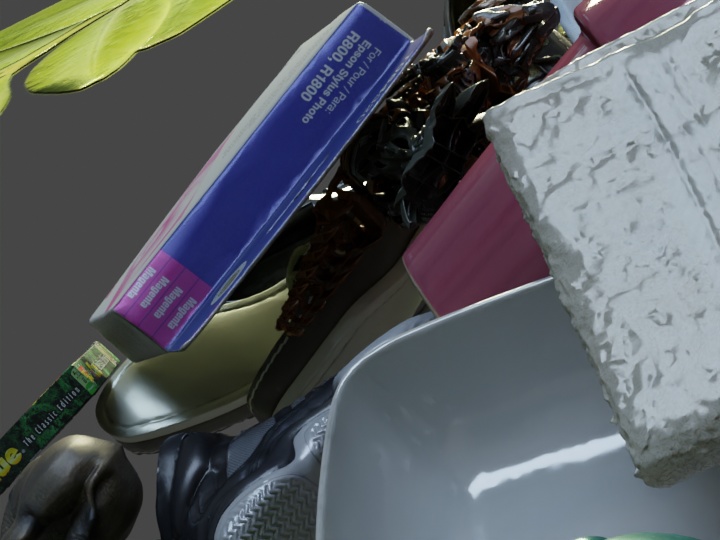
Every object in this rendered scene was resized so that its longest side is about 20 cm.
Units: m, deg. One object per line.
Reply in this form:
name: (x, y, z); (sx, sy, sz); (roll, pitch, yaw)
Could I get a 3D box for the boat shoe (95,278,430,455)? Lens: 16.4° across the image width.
boat shoe: (-0.046, 0.046, 1.349); (0.201, 0.060, 0.072); (-30, 50, -12)

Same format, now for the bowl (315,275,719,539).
bowl: (0.087, 0.089, 0.955); (0.200, 0.075, 0.200); (-21, 36, 17)

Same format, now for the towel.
towel: (0.132, -0.018, 0.937); (0.132, 0.034, 0.200); (-27, 48, 8)

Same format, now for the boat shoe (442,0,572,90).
boat shoe: (0.085, -0.101, 1.363); (0.073, 0.065, 0.200); (-31, 30, -6)

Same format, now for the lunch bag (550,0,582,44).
lunch bag: (0.189, -0.155, 1.273); (0.169, 0.127, 0.200); (-31, 21, 15)

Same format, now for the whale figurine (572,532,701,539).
whale figurine: (0.053, 0.145, 0.796); (0.200, 0.104, 0.159); (-9, 48, 34)

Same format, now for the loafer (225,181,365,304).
loafer: (-0.003, -0.018, 1.412); (0.200, 0.070, 0.068); (-31, 57, 10)

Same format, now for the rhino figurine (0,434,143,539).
rhino figurine: (-0.148, 0.124, 1.233); (0.088, 0.060, 0.200); (-58, 5, -12)

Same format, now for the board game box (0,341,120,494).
board game box: (-0.175, 0.087, 1.339); (0.105, 0.023, 0.200); (-49, 3, -1)

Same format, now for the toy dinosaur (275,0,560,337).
toy dinosaur: (0.035, -0.048, 1.218); (0.136, 0.102, 0.200); (28, 97, 59)

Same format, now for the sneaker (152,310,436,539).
sneaker: (-0.026, 0.082, 1.185); (0.114, 0.076, 0.200); (-2, 31, 46)

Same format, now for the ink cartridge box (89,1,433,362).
ink cartridge box: (-0.056, -0.043, 1.250); (0.196, 0.043, 0.200); (-52, 6, -10)

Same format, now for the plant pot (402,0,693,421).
plant pot: (0.125, -0.014, 1.098); (0.179, 0.200, 0.200); (-39, 16, 7)

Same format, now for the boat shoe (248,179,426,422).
boat shoe: (0.000, 0.001, 1.283); (0.060, 0.072, 0.202); (30, 67, 17)
